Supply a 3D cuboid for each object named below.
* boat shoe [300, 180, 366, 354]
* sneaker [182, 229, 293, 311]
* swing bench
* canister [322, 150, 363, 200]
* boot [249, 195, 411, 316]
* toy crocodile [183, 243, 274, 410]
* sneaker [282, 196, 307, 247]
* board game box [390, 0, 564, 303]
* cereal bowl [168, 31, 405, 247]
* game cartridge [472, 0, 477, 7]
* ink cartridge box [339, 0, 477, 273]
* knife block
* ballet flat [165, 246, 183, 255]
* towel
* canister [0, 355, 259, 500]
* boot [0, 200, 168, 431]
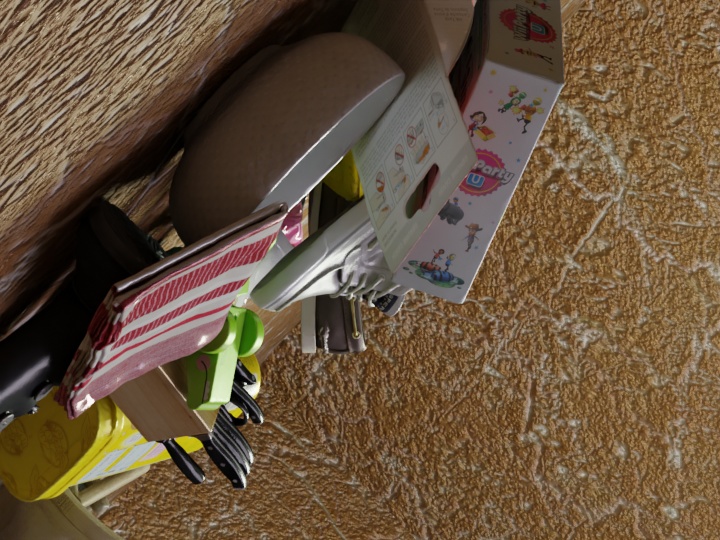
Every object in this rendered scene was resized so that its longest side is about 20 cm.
[{"bbox_3d":[-0.018,-0.027,1.733,0.072,0.059,0.202,92,2,-82],"label":"boat shoe"},{"bbox_3d":[-0.110,0.007,1.667,0.116,0.073,0.200,-63,158,-24],"label":"sneaker"},{"bbox_3d":[-0.307,0.244,1.799,0.199,0.130,0.200,-47,-169,13],"label":"swing bench"},{"bbox_3d":[0.039,-0.167,1.651,0.200,0.086,0.149,-42,159,-20],"label":"canister"},{"bbox_3d":[0.000,0.000,1.652,0.200,0.096,0.073,-39,-174,-36],"label":"boot"},{"bbox_3d":[-0.108,0.008,1.510,0.067,0.061,0.202,-1,100,-68],"label":"toy crocodile"},{"bbox_3d":[-0.074,-0.084,1.738,0.200,0.078,0.096,108,2,-80],"label":"sneaker"},{"bbox_3d":[0.087,-0.100,1.485,0.148,0.064,0.201,-83,-168,-57],"label":"board game box"},{"bbox_3d":[-0.064,-0.095,1.386,0.200,0.083,0.200,-46,177,-3],"label":"cereal bowl"},{"bbox_3d":[0.095,-0.222,1.533,0.133,0.041,0.201,-33,148,-39],"label":"game cartridge"},{"bbox_3d":[0.043,-0.124,1.449,0.047,0.201,0.160,-3,151,-27],"label":"ink cartridge box"},{"bbox_3d":[-0.151,0.096,1.545,0.064,0.177,0.200,-12,178,26],"label":"knife block"},{"bbox_3d":[-0.190,0.036,1.759,0.070,0.068,0.200,-23,166,-24],"label":"ballet flat"},{"bbox_3d":[-0.129,0.029,1.347,0.143,0.023,0.200,-30,168,-29],"label":"towel"},{"bbox_3d":[-0.198,0.117,1.686,0.199,0.087,0.148,-11,155,-50],"label":"canister"},{"bbox_3d":[-0.225,0.045,1.367,0.199,0.066,0.165,-35,163,1],"label":"boot"}]
